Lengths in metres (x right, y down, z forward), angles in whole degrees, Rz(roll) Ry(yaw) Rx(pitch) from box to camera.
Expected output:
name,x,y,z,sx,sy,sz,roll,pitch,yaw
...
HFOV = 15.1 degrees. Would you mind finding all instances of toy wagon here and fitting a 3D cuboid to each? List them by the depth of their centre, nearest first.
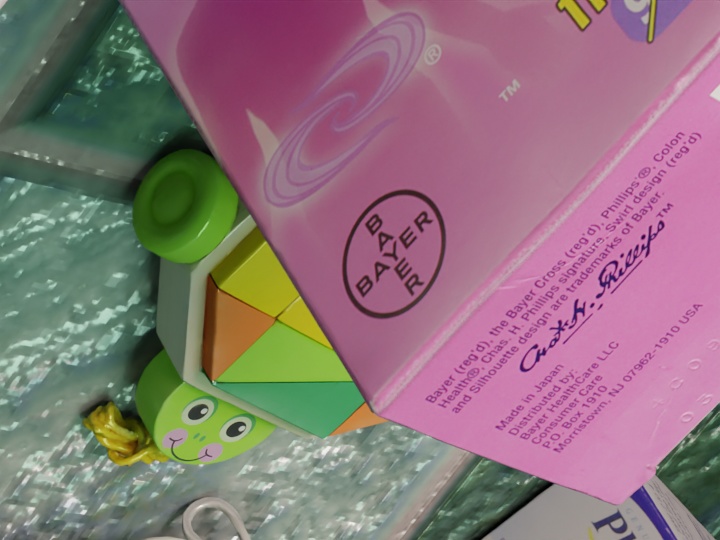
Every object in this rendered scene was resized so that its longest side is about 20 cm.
name,x,y,z,sx,sy,sz,roll,pitch,yaw
toy wagon,0.000,0.000,0.823,0.200,0.040,0.155,-44,140,14

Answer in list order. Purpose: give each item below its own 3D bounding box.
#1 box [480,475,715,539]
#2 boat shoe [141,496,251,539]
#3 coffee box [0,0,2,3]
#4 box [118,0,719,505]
name,x,y,z,sx,sy,sz,roll,pitch,yaw
box,0.130,0.194,1.003,0.105,0.184,0.200,-36,141,7
boat shoe,-0.043,0.121,0.895,0.086,0.075,0.202,-42,143,12
coffee box,-0.075,-0.161,0.555,0.114,0.080,0.200,21,118,-45
box,0.046,-0.083,0.636,0.176,0.200,0.097,-47,139,18
